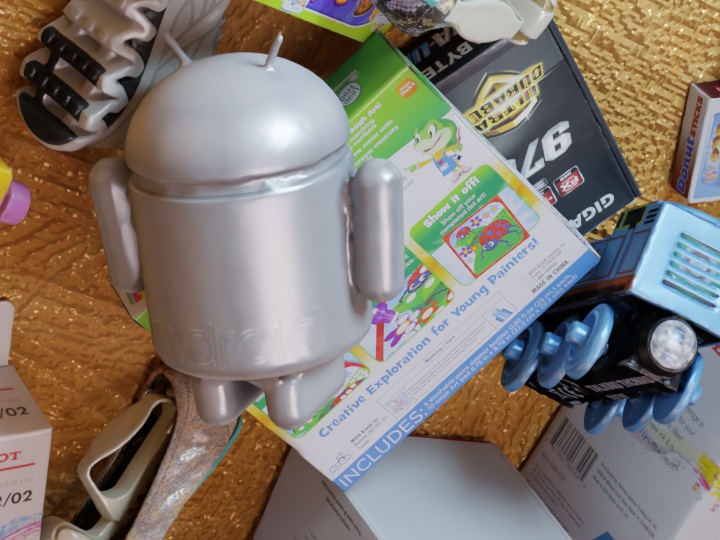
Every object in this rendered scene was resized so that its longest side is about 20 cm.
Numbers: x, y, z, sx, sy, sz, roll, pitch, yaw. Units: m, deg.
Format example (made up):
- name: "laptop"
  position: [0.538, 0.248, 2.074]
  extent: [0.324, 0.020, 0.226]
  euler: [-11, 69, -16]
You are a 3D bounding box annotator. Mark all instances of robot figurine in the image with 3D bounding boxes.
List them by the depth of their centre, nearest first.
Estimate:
- name: "robot figurine"
  position: [-0.055, -0.022, 1.491]
  extent: [0.170, 0.113, 0.200]
  euler: [-1, 110, 20]

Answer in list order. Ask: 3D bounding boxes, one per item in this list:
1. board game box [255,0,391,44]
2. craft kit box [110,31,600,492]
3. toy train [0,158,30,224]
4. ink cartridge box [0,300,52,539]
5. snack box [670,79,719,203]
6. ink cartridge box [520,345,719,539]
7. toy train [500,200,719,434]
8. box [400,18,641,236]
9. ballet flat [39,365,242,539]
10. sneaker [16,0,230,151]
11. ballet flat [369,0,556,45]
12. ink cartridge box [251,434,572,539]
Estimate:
- name: "board game box"
  position: [0.002, -0.188, 1.486]
  extent: [0.134, 0.045, 0.200]
  euler: [-51, 164, 10]
- name: "craft kit box"
  position: [0.000, 0.000, 1.624]
  extent: [0.200, 0.049, 0.198]
  euler: [-42, 133, 6]
- name: "toy train"
  position: [-0.252, -0.051, 1.499]
  extent: [0.200, 0.056, 0.150]
  euler: [-41, 131, -3]
- name: "ink cartridge box"
  position: [-0.236, 0.122, 1.617]
  extent: [0.115, 0.068, 0.200]
  euler: [-8, 125, -27]
- name: "snack box"
  position: [0.282, -0.086, 1.801]
  extent: [0.200, 0.024, 0.072]
  euler: [-8, 124, -26]
- name: "ink cartridge box"
  position: [0.220, 0.114, 1.824]
  extent: [0.146, 0.147, 0.200]
  euler: [17, 113, -37]
- name: "toy train"
  position: [0.151, 0.028, 1.705]
  extent: [0.087, 0.200, 0.114]
  euler: [28, 77, -12]
- name: "box"
  position: [0.042, -0.047, 1.674]
  extent: [0.200, 0.046, 0.159]
  euler: [-35, 132, -4]
- name: "ballet flat"
  position: [-0.143, 0.138, 1.668]
  extent: [0.067, 0.068, 0.200]
  euler: [40, 75, -40]
- name: "sneaker"
  position: [-0.096, -0.145, 1.517]
  extent: [0.081, 0.075, 0.200]
  euler: [12, 118, -50]
- name: "ballet flat"
  position: [0.063, -0.144, 1.543]
  extent: [0.072, 0.072, 0.200]
  euler: [-60, 162, 18]
- name: "ink cartridge box"
  position: [0.016, 0.217, 1.779]
  extent: [0.145, 0.145, 0.200]
  euler: [6, 119, -34]
